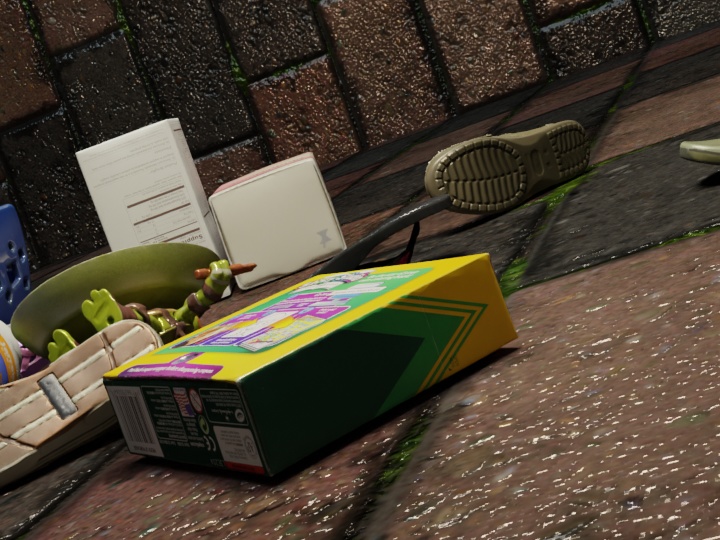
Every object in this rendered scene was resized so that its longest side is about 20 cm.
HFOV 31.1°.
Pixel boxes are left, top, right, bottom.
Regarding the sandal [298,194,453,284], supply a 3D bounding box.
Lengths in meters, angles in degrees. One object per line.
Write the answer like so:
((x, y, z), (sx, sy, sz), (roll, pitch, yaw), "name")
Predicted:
((0.000, 0.000, 1.110), (0.199, 0.045, 0.075), (-35, 0, 9), "sandal")

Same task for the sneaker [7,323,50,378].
((-0.338, 0.083, 1.302), (0.198, 0.081, 0.089), (-24, 14, 12), "sneaker")

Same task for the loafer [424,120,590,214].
((0.139, -0.098, 1.279), (0.198, 0.077, 0.067), (-14, 3, -31), "loafer")

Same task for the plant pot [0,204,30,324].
((-0.484, 0.053, 1.466), (0.198, 0.182, 0.200), (-18, 8, 24), "plant pot")

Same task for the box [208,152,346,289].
((-0.094, -0.062, 1.479), (0.126, 0.110, 0.200), (-20, 8, 0), "box")

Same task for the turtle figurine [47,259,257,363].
((-0.183, 0.057, 1.080), (0.199, 0.065, 0.161), (-31, -13, 26), "turtle figurine")

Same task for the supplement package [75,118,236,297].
((-0.224, -0.055, 1.439), (0.108, 0.203, 0.114), (-19, 7, 1), "supplement package")

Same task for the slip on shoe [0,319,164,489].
((-0.224, 0.106, 0.904), (0.199, 0.076, 0.061), (-32, -29, -16), "slip on shoe")

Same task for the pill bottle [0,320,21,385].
((-0.353, 0.095, 1.094), (0.111, 0.114, 0.200), (-20, 8, 5), "pill bottle")

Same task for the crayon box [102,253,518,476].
((-0.035, 0.052, 0.758), (0.171, 0.059, 0.199), (-24, 9, -30), "crayon box")

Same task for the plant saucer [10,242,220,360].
((-0.214, 0.038, 1.169), (0.197, 0.031, 0.201), (-20, -21, -8), "plant saucer")

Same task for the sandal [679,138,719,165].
((0.336, -0.126, 0.985), (0.198, 0.058, 0.080), (-20, 8, 5), "sandal")
